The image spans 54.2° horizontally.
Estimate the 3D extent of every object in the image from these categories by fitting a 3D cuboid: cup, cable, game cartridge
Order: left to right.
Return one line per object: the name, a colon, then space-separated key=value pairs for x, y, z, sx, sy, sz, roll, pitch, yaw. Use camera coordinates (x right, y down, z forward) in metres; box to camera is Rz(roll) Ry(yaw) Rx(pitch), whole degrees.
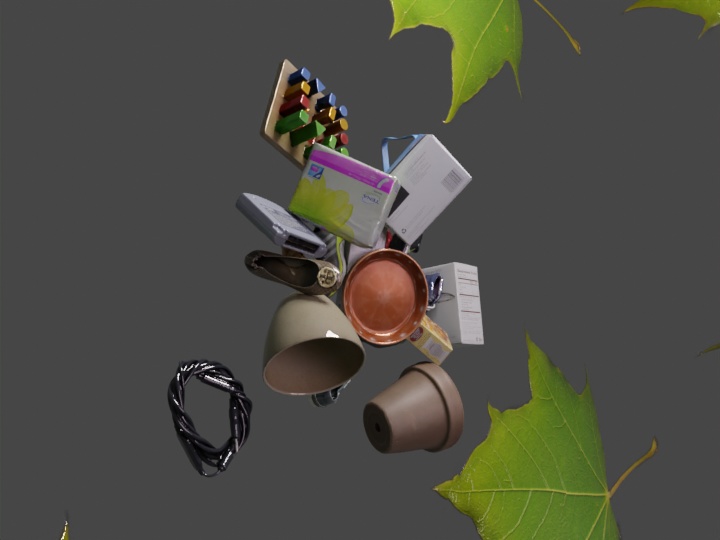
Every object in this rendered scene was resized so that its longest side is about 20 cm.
cable: x=-0.256 y=0.237 z=1.210 sx=0.163 sy=0.050 sz=0.203 roll=-40 pitch=111 yaw=-48
game cartridge: x=-0.153 y=-0.088 z=1.354 sx=0.042 sy=0.132 sz=0.199 roll=-56 pitch=155 yaw=7
cup: x=-0.099 y=0.125 z=1.348 sx=0.199 sy=0.199 sz=0.145 roll=29 pitch=35 yaw=-43

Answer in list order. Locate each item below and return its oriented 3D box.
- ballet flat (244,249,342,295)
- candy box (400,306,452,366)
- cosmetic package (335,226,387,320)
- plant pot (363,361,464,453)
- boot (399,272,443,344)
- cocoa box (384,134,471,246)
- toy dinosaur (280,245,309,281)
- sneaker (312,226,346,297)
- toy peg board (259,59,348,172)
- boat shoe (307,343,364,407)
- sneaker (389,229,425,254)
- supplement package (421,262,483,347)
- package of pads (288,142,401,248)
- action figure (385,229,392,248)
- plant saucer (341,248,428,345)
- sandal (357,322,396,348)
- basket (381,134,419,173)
ballet flat: x=-0.129 y=-0.001 z=1.323 sx=0.046 sy=0.196 sz=0.069 roll=51 pitch=55 yaw=-74
candy box: x=0.117 y=0.119 z=1.606 sx=0.199 sy=0.055 sz=0.116 roll=41 pitch=10 yaw=-9
cosmetic package: x=0.000 y=0.000 z=1.524 sx=0.081 sy=0.051 sz=0.205 roll=9 pitch=90 yaw=-18
plant pot: x=0.101 y=0.320 z=1.553 sx=0.172 sy=0.199 sz=0.205 roll=-13 pitch=90 yaw=-32
boot: x=0.138 y=0.087 z=1.708 sx=0.073 sy=0.089 sz=0.203 roll=46 pitch=48 yaw=-33
cocoa box: x=0.118 y=-0.177 z=1.525 sx=0.133 sy=0.200 sz=0.131 roll=42 pitch=4 yaw=-12
toy dinosaur: x=-0.143 y=-0.044 z=1.404 sx=0.060 sy=0.107 sz=0.200 roll=-37 pitch=71 yaw=-19
sneaker: x=-0.078 y=-0.039 z=1.502 sx=0.080 sy=0.073 sz=0.205 roll=13 pitch=68 yaw=-31
toy peg board: x=-0.096 y=-0.329 z=1.520 sx=0.199 sy=0.096 sz=0.203 roll=37 pitch=54 yaw=-40
boat shoe: x=-0.035 y=0.216 z=1.481 sx=0.200 sy=0.061 sz=0.074 roll=-43 pitch=114 yaw=-47
sneaker: x=0.123 y=-0.069 z=1.746 sx=0.083 sy=0.071 sz=0.202 roll=53 pitch=45 yaw=-29
supplement package: x=0.233 y=0.093 z=1.805 sx=0.116 sy=0.115 sz=0.205 roll=8 pitch=74 yaw=-49
package of pads: x=-0.034 y=-0.147 z=1.429 sx=0.068 sy=0.196 sz=0.157 roll=20 pitch=93 yaw=-81
action figure: x=0.011 y=-0.020 z=1.600 sx=0.099 sy=0.064 sz=0.203 roll=48 pitch=46 yaw=-41
plant saucer: x=0.051 y=0.056 z=1.503 sx=0.196 sy=0.032 sz=0.206 roll=-2 pitch=95 yaw=-19
sandal: x=0.029 y=0.131 z=1.579 sx=0.199 sy=0.075 sz=0.049 roll=21 pitch=48 yaw=-47
basket: x=0.101 y=-0.215 z=1.665 sx=0.136 sy=0.176 sz=0.205 roll=-4 pitch=97 yaw=-23
